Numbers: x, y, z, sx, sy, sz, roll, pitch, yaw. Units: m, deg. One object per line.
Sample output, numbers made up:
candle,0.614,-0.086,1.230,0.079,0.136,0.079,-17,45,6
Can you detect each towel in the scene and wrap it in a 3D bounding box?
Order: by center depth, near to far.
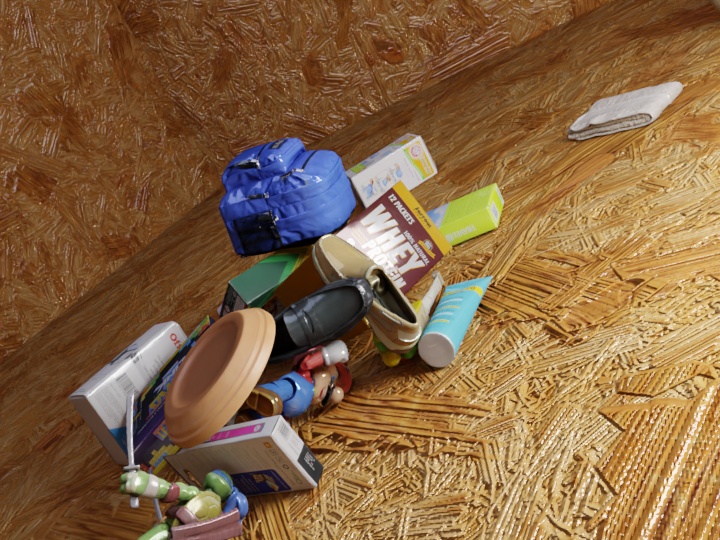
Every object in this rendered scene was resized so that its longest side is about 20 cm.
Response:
towel,0.497,-0.304,1.434,0.132,0.035,0.198,-42,21,-29

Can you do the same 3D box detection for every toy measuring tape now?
toy measuring tape,0.064,0.068,1.073,0.072,0.074,0.201,-18,24,33

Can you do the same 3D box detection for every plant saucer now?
plant saucer,-0.187,0.128,0.963,0.199,0.037,0.202,-38,28,24

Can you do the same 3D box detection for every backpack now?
backpack,-0.116,-0.123,1.228,0.195,0.171,0.164,-7,30,21

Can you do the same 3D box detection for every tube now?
tube,0.130,0.060,1.044,0.076,0.051,0.200,-9,21,25

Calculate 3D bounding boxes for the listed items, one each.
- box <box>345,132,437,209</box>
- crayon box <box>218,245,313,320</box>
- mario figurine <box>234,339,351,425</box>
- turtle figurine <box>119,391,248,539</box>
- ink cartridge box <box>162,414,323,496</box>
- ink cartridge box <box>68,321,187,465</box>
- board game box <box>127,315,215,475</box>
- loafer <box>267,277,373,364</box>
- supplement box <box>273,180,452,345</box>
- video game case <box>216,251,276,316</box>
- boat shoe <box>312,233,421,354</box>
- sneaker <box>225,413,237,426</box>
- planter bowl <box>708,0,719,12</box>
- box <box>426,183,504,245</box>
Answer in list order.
box,0.073,-0.239,1.845,0.197,0.103,0.113,-32,18,-3
crayon box,-0.163,0.056,1.306,0.171,0.058,0.202,-34,-20,-36
mario figurine,-0.069,0.165,0.994,0.122,0.108,0.199,-22,3,34
turtle figurine,-0.248,0.293,0.862,0.195,0.198,0.145,-55,0,-43
ink cartridge box,-0.147,0.235,0.925,0.197,0.095,0.037,-20,29,33
ink cartridge box,-0.365,0.206,1.283,0.085,0.148,0.200,-13,24,46
board game box,-0.272,0.185,1.150,0.201,0.057,0.165,-49,22,1
loafer,-0.069,0.072,0.974,0.198,0.069,0.070,-30,-2,27
supplement box,0.000,0.000,1.175,0.199,0.134,0.197,-41,2,-29
video game case,-0.155,0.023,1.420,0.181,0.024,0.199,-43,-16,17
boat shoe,0.012,0.014,0.991,0.071,0.200,0.077,-36,-22,-28
sneaker,-0.248,0.212,1.210,0.080,0.077,0.200,-40,16,0
planter bowl,0.802,-0.591,1.540,0.197,0.137,0.201,-27,18,9
box,0.159,-0.083,1.370,0.197,0.048,0.122,-22,19,26
